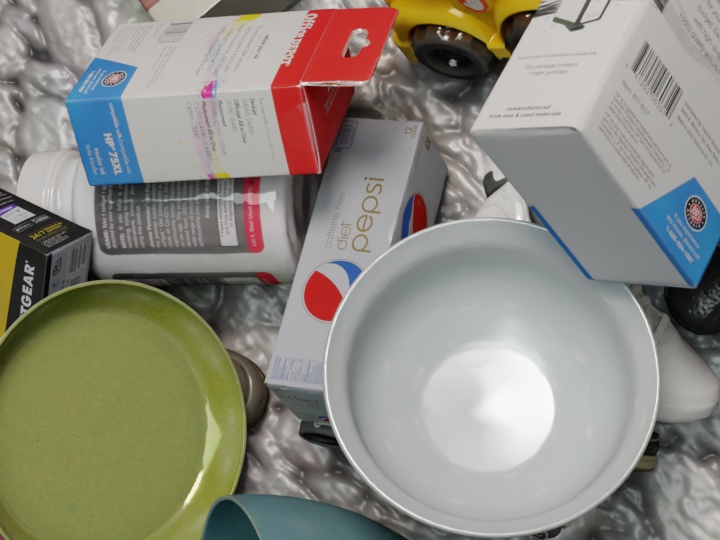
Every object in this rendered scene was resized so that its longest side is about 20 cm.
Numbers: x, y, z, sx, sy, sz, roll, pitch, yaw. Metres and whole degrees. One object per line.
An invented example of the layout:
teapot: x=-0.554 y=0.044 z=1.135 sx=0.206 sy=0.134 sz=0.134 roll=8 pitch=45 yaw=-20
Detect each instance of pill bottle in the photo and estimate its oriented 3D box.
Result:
pill bottle: x=-0.132 y=-0.045 z=1.189 sx=0.199 sy=0.111 sz=0.111 roll=-1 pitch=84 yaw=15

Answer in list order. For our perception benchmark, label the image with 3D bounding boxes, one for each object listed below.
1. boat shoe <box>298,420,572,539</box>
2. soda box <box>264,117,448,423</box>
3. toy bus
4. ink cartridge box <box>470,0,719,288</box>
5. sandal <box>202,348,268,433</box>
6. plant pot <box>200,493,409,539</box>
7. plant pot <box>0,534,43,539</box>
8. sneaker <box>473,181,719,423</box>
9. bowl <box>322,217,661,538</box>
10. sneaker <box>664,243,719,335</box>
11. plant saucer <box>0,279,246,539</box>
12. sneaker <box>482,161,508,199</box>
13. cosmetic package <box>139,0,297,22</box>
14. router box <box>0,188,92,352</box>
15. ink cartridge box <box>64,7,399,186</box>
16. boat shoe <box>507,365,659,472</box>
boat shoe: x=0.046 y=0.132 z=1.135 sx=0.200 sy=0.073 sz=0.063 roll=30 pitch=70 yaw=24
soda box: x=0.000 y=0.000 z=1.138 sx=0.063 sy=0.068 sz=0.201 roll=6 pitch=67 yaw=23
toy bus: x=0.076 y=-0.220 z=1.087 sx=0.200 sy=0.192 sz=0.136 roll=1 pitch=69 yaw=40
ink cartridge box: x=0.171 y=-0.113 z=0.996 sx=0.084 sy=0.146 sz=0.200 roll=3 pitch=55 yaw=47
sandal: x=-0.165 y=0.074 z=1.214 sx=0.199 sy=0.055 sz=0.082 roll=14 pitch=88 yaw=16
plant pot: x=-0.013 y=0.238 z=1.102 sx=0.134 sy=0.200 sz=0.201 roll=-4 pitch=81 yaw=-21
plant pot: x=-0.260 y=0.269 z=1.159 sx=0.179 sy=0.200 sz=0.200 roll=-35 pitch=76 yaw=-8
sneaker: x=0.157 y=0.017 z=1.101 sx=0.200 sy=0.075 sz=0.089 roll=36 pitch=123 yaw=6
bowl: x=0.079 y=0.075 z=1.050 sx=0.200 sy=0.090 sz=0.202 roll=-1 pitch=70 yaw=2
sneaker: x=0.247 y=-0.056 z=1.084 sx=0.075 sy=0.115 sz=0.200 roll=27 pitch=91 yaw=16
plant saucer: x=-0.169 y=0.107 z=1.136 sx=0.031 sy=0.200 sz=0.201 roll=-7 pitch=80 yaw=56
sneaker: x=0.160 y=-0.126 z=1.150 sx=0.200 sy=0.076 sz=0.116 roll=-27 pitch=65 yaw=9
cosmetic package: x=-0.139 y=-0.256 z=1.227 sx=0.103 sy=0.087 sz=0.200 roll=-39 pitch=76 yaw=7
router box: x=-0.272 y=0.037 z=1.197 sx=0.157 sy=0.052 sz=0.201 roll=24 pitch=120 yaw=23
ink cartridge box: x=-0.076 y=-0.115 z=1.113 sx=0.199 sy=0.116 sz=0.067 roll=-2 pitch=123 yaw=15
boat shoe: x=0.110 y=0.071 z=1.130 sx=0.200 sy=0.073 sz=0.065 roll=24 pitch=96 yaw=17
